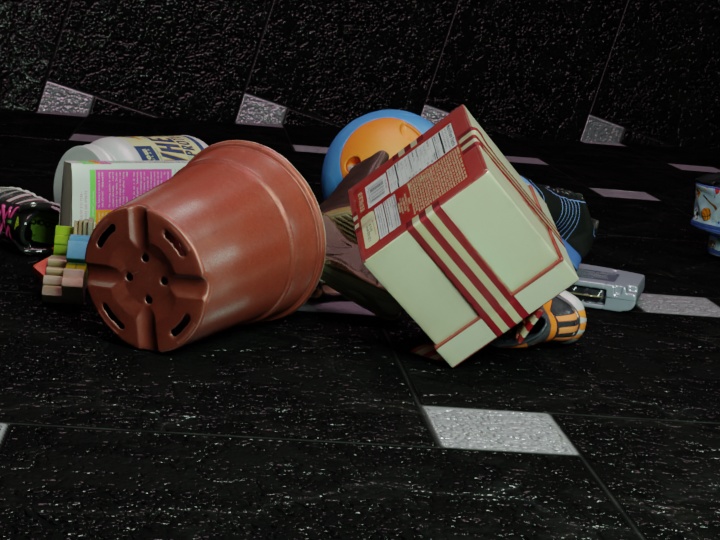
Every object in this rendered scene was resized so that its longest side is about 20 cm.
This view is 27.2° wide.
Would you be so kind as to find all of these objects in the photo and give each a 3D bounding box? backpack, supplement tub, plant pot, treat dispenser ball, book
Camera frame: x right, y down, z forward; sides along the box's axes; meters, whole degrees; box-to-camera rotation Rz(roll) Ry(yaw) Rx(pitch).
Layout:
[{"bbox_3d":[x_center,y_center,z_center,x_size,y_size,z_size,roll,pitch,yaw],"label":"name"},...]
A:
[{"bbox_3d":[0.611,-0.087,2.327,0.189,0.156,0.199,8,2,-34],"label":"backpack"},{"bbox_3d":[-0.299,-0.109,2.016,0.144,0.147,0.199,14,14,40],"label":"supplement tub"},{"bbox_3d":[-0.168,-0.016,1.528,0.199,0.203,0.195,11,20,26],"label":"plant pot"},{"bbox_3d":[0.043,-0.128,2.121,0.198,0.203,0.201,5,11,-1],"label":"treat dispenser ball"},{"bbox_3d":[-0.274,-0.070,1.855,0.198,0.135,0.048,-2,12,-34],"label":"book"}]

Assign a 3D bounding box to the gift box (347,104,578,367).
[{"bbox_3d":[0.097,-0.026,1.544,0.199,0.187,0.185,-34,28,19],"label":"gift box"}]

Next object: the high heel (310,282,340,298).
[{"bbox_3d":[0.000,0.000,1.780,0.141,0.072,0.200,3,0,24],"label":"high heel"}]

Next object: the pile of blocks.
[{"bbox_3d":[-0.337,-0.017,1.691,0.061,0.083,0.200,4,11,-7],"label":"pile of blocks"}]

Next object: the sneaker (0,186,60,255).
[{"bbox_3d":[-0.430,-0.062,1.899,0.198,0.075,0.087,13,6,11],"label":"sneaker"}]

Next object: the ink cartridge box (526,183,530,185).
[{"bbox_3d":[0.134,-0.042,1.835,0.083,0.147,0.199,-35,32,-27],"label":"ink cartridge box"}]

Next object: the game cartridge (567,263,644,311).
[{"bbox_3d":[0.267,0.015,1.945,0.198,0.041,0.133,9,15,16],"label":"game cartridge"}]

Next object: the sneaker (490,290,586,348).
[{"bbox_3d":[0.148,0.034,1.675,0.199,0.078,0.111,16,14,43],"label":"sneaker"}]

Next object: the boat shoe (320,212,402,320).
[{"bbox_3d":[-0.036,-0.011,1.705,0.199,0.063,0.073,27,47,9],"label":"boat shoe"}]

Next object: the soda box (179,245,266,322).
[{"bbox_3d":[-0.171,0.004,1.697,0.198,0.069,0.063,12,14,29],"label":"soda box"}]

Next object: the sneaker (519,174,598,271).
[{"bbox_3d":[0.238,-0.078,1.872,0.070,0.078,0.200,21,-15,39],"label":"sneaker"}]

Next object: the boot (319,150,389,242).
[{"bbox_3d":[-0.008,-0.094,1.915,0.072,0.167,0.200,35,-26,-12],"label":"boot"}]
